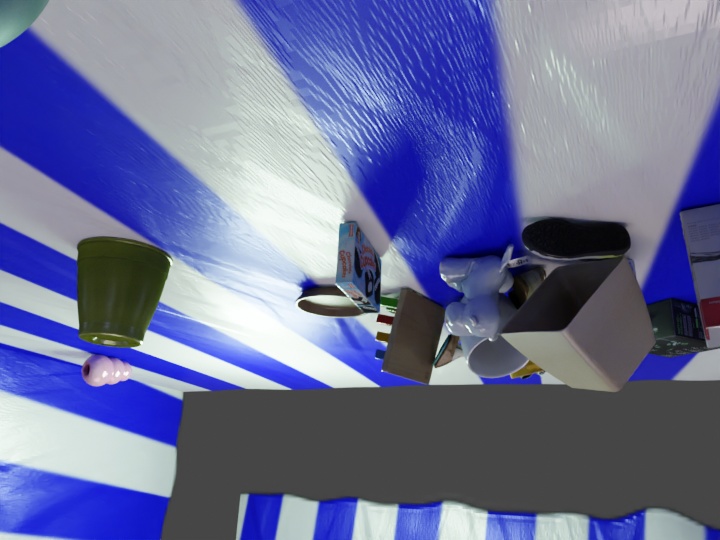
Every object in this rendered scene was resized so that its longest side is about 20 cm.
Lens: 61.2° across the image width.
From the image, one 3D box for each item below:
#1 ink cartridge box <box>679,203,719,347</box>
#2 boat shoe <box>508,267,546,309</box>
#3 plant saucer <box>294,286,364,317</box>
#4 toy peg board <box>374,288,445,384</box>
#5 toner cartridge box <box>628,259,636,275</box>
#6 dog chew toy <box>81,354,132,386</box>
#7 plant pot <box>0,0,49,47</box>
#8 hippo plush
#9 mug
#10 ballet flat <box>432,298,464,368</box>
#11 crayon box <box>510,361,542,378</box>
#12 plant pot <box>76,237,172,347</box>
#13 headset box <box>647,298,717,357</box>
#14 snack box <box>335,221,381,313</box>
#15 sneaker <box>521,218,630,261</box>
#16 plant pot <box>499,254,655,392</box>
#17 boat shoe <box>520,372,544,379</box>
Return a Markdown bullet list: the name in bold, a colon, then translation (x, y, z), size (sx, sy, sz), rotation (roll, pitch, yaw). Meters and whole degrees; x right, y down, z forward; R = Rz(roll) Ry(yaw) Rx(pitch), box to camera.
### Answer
- **ink cartridge box**: translation (0.591, 0.010, 0.999), size (0.082, 0.203, 0.146), rotation (-12, 157, 28)
- **boat shoe**: translation (0.373, 0.051, 1.351), size (0.063, 0.074, 0.201), rotation (-29, 153, -2)
- **plant saucer**: translation (-0.067, 0.081, 1.546), size (0.197, 0.030, 0.200), rotation (3, 160, 1)
- **toy peg board**: translation (0.107, 0.164, 1.530), size (0.097, 0.202, 0.199), rotation (7, 168, 40)
- **toner cartridge box**: translation (0.484, 0.048, 1.278), size (0.043, 0.096, 0.200), rotation (10, 160, -25)
- **dog chew toy**: translation (-1.018, 0.406, 2.467), size (0.123, 0.126, 0.199), rotation (-12, 164, 36)
- **plant pot**: translation (-0.357, -0.252, 0.497), size (0.197, 0.136, 0.201), rotation (3, 161, 1)
- **hippo plush**: translation (0.252, 0.062, 1.230), size (0.198, 0.163, 0.159), rotation (-10, 156, 41)
- **mug**: translation (0.312, 0.134, 1.380), size (0.198, 0.176, 0.148), rotation (22, 125, -25)
- **ballet flat**: translation (0.247, 0.167, 1.519), size (0.072, 0.202, 0.068), rotation (23, -166, 8)
- **crayon box**: translation (0.400, 0.178, 1.458), size (0.124, 0.201, 0.052), rotation (-15, 130, 6)
- **plant pot**: translation (-0.516, 0.057, 1.297), size (0.198, 0.195, 0.201), rotation (3, 160, 1)
- **headset box**: translation (0.765, 0.147, 1.516), size (0.198, 0.094, 0.174), rotation (11, 159, -21)
- **snack box**: translation (0.000, 0.000, 1.178), size (0.037, 0.118, 0.200), rotation (-3, 160, 16)
- **sneaker**: translation (0.377, -0.040, 1.079), size (0.197, 0.073, 0.083), rotation (4, 162, -4)
- **plant pot**: translation (0.423, 0.114, 1.145), size (0.178, 0.200, 0.200), rotation (50, 160, -9)
- **boat shoe**: translation (0.626, 0.338, 2.114), size (0.072, 0.063, 0.199), rotation (14, 158, -29)
